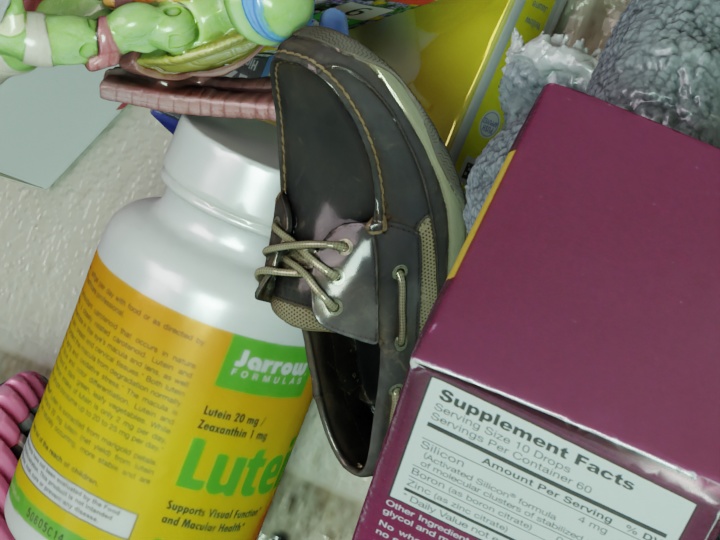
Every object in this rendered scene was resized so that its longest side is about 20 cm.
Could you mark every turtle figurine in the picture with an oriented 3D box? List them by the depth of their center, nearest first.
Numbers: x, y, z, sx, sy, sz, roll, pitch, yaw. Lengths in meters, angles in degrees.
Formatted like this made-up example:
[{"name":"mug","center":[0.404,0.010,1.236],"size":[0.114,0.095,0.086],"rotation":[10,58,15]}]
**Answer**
[{"name":"turtle figurine","center":[-0.112,-0.146,1.040],"size":[0.194,0.200,0.144],"rotation":[-2,71,54]}]

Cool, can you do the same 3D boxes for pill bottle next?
[{"name":"pill bottle","center":[-0.073,0.037,1.088],"size":[0.111,0.111,0.200],"rotation":[36,110,43]}]

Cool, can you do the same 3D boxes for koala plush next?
[{"name":"koala plush","center":[0.111,-0.028,0.936],"size":[0.200,0.184,0.178],"rotation":[-8,70,53]}]

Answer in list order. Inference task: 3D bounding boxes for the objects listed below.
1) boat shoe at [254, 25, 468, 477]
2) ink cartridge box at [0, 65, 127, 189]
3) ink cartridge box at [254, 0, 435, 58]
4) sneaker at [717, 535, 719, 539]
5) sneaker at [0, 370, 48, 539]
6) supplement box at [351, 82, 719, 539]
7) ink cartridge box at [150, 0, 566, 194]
[{"name":"boat shoe","center":[0.000,0.000,1.007],"size":[0.074,0.073,0.200],"rotation":[14,131,48]},{"name":"ink cartridge box","center":[-0.177,-0.168,1.290],"size":[0.146,0.083,0.200],"rotation":[-44,51,24]},{"name":"ink cartridge box","center":[0.003,-0.166,1.074],"size":[0.200,0.050,0.109],"rotation":[-13,77,43]},{"name":"sneaker","center":[0.133,0.150,0.895],"size":[0.095,0.079,0.200],"rotation":[-30,47,4]},{"name":"sneaker","center":[-0.190,0.117,1.153],"size":[0.095,0.079,0.200],"rotation":[-22,21,24]},{"name":"supplement box","center":[0.063,0.063,0.809],"size":[0.200,0.103,0.131],"rotation":[107,-171,-49]},{"name":"ink cartridge box","center":[-0.011,-0.083,1.139],"size":[0.198,0.047,0.200],"rotation":[25,92,44]}]
